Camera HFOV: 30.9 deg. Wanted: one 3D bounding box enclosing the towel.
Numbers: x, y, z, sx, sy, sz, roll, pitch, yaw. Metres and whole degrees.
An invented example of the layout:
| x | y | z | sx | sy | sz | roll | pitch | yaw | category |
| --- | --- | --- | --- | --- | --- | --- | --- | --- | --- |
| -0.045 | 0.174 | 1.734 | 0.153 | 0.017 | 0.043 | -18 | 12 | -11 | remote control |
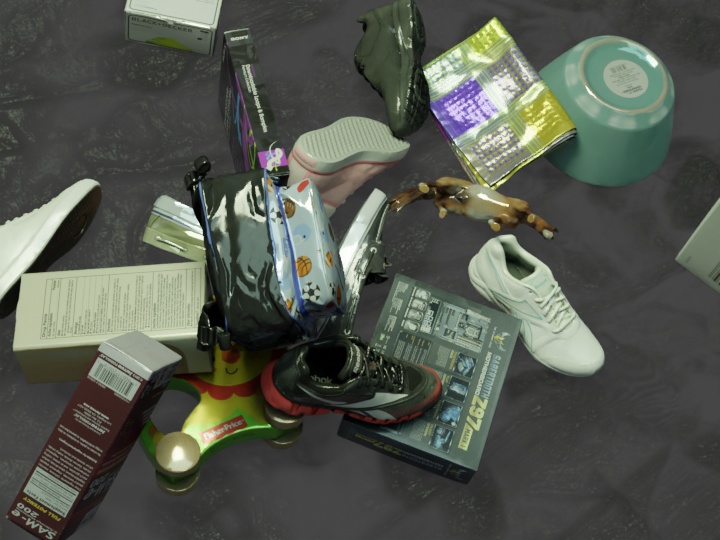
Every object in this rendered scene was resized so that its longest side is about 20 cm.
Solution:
| x | y | z | sx | sy | sz | roll | pitch | yaw | category |
| --- | --- | --- | --- | --- | --- | --- | --- | --- | --- |
| 0.164 | -0.206 | 1.625 | 0.144 | 0.023 | 0.200 | -32 | 69 | 6 | towel |

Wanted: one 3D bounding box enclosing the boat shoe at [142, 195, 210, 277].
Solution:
| x | y | z | sx | sy | sz | roll | pitch | yaw | category |
| --- | --- | --- | --- | --- | --- | --- | --- | --- | --- |
| -0.152 | -0.017 | 1.484 | 0.200 | 0.072 | 0.062 | 26 | 90 | 3 | boat shoe |

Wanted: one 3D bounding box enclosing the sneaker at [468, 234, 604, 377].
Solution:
| x | y | z | sx | sy | sz | roll | pitch | yaw | category |
| --- | --- | --- | --- | --- | --- | --- | --- | --- | --- |
| 0.207 | 0.042 | 1.508 | 0.070 | 0.080 | 0.200 | -38 | 77 | -27 | sneaker |

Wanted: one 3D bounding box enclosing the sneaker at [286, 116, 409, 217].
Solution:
| x | y | z | sx | sy | sz | roll | pitch | yaw | category |
| --- | --- | --- | --- | --- | --- | --- | --- | --- | --- |
| -0.027 | -0.118 | 1.558 | 0.075 | 0.105 | 0.200 | 41 | 33 | 21 | sneaker |

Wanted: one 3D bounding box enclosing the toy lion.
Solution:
| x | y | z | sx | sy | sz | roll | pitch | yaw | category |
| --- | --- | --- | --- | --- | --- | --- | --- | --- | --- |
| -0.159 | 0.119 | 1.410 | 0.200 | 0.069 | 0.192 | -23 | 62 | -20 | toy lion |

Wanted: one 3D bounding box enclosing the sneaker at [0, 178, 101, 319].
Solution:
| x | y | z | sx | sy | sz | roll | pitch | yaw | category |
| --- | --- | --- | --- | --- | --- | --- | --- | --- | --- |
| -0.370 | -0.042 | 1.441 | 0.085 | 0.073 | 0.200 | 29 | 57 | 14 | sneaker |

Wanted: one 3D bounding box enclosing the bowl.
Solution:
| x | y | z | sx | sy | sz | roll | pitch | yaw | category |
| --- | --- | --- | --- | --- | --- | --- | --- | --- | --- |
| 0.315 | -0.218 | 1.649 | 0.201 | 0.105 | 0.201 | 4 | 62 | -8 | bowl |

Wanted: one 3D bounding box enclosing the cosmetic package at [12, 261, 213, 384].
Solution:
| x | y | z | sx | sy | sz | roll | pitch | yaw | category |
| --- | --- | --- | --- | --- | --- | --- | --- | --- | --- |
| -0.259 | 0.056 | 1.385 | 0.200 | 0.071 | 0.105 | -3 | 52 | 0 | cosmetic package |

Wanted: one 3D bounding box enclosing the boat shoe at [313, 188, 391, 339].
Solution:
| x | y | z | sx | sy | sz | roll | pitch | yaw | category |
| --- | --- | --- | --- | --- | --- | --- | --- | --- | --- |
| 0.000 | 0.000 | 1.497 | 0.066 | 0.070 | 0.200 | 27 | 61 | -5 | boat shoe |

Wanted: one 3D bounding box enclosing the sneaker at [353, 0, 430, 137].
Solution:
| x | y | z | sx | sy | sz | roll | pitch | yaw | category |
| --- | --- | --- | --- | --- | --- | --- | --- | --- | --- |
| 0.036 | -0.249 | 1.630 | 0.091 | 0.076 | 0.200 | -10 | 58 | 17 | sneaker |

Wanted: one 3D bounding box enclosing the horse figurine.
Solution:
| x | y | z | sx | sy | sz | roll | pitch | yaw | category |
| --- | --- | --- | --- | --- | --- | --- | --- | --- | --- |
| 0.137 | -0.076 | 1.549 | 0.200 | 0.133 | 0.050 | 14 | 101 | 10 | horse figurine |

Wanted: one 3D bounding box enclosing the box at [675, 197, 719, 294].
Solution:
| x | y | z | sx | sy | sz | roll | pitch | yaw | category |
| --- | --- | --- | --- | --- | --- | --- | --- | --- | --- |
| 0.527 | -0.049 | 1.548 | 0.199 | 0.200 | 0.171 | 40 | 61 | 12 | box |

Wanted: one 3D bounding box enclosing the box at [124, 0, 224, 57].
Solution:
| x | y | z | sx | sy | sz | roll | pitch | yaw | category |
| --- | --- | --- | --- | --- | --- | --- | --- | --- | --- |
| -0.225 | -0.376 | 1.651 | 0.117 | 0.060 | 0.200 | 9 | 61 | -6 | box |

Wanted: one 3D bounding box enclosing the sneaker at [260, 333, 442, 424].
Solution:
| x | y | z | sx | sy | sz | roll | pitch | yaw | category |
| --- | --- | --- | --- | --- | --- | --- | --- | --- | --- |
| 0.002 | 0.112 | 1.354 | 0.200 | 0.098 | 0.071 | 6 | 58 | -21 | sneaker |

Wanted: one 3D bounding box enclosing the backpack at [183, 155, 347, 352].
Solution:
| x | y | z | sx | sy | sz | roll | pitch | yaw | category |
| --- | --- | --- | --- | --- | --- | --- | --- | --- | --- |
| -0.094 | -0.006 | 1.350 | 0.154 | 0.191 | 0.200 | -6 | 77 | -2 | backpack |

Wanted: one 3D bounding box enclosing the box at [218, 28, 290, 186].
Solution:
| x | y | z | sx | sy | sz | roll | pitch | yaw | category |
| --- | --- | --- | --- | --- | --- | --- | --- | --- | --- |
| -0.127 | -0.157 | 1.509 | 0.036 | 0.143 | 0.200 | -9 | 64 | -14 | box |

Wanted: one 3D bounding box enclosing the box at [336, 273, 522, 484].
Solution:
| x | y | z | sx | sy | sz | roll | pitch | yaw | category |
| --- | --- | --- | --- | --- | --- | --- | --- | --- | --- |
| 0.079 | 0.119 | 1.457 | 0.158 | 0.051 | 0.200 | 20 | 61 | 1 | box |

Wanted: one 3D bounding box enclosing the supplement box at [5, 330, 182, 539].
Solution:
| x | y | z | sx | sy | sz | roll | pitch | yaw | category |
| --- | --- | --- | --- | --- | --- | --- | --- | --- | --- |
| -0.260 | 0.162 | 1.283 | 0.061 | 0.109 | 0.200 | 31 | 97 | 5 | supplement box |
